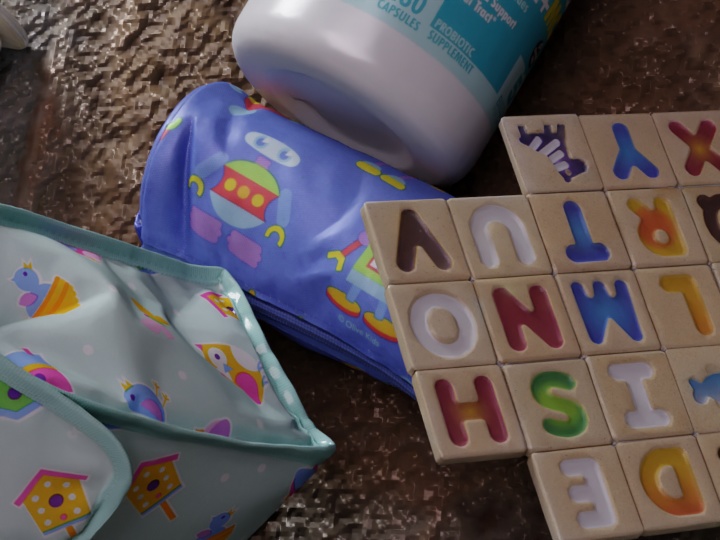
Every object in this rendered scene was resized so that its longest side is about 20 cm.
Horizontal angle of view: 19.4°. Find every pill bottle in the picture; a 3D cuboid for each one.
[{"bbox_3d":[0.041,-0.142,0.843,0.110,0.111,0.201,25,76,24],"label":"pill bottle"}]

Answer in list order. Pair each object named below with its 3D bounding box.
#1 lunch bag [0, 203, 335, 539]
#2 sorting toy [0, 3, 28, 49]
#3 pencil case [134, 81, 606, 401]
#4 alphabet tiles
[{"bbox_3d":[-0.135,0.071,0.726,0.170,0.199,0.122,-45,60,20],"label":"lunch bag"},{"bbox_3d":[-0.259,-0.076,0.863,0.106,0.180,0.201,27,76,24],"label":"sorting toy"},{"bbox_3d":[0.000,0.000,0.811,0.199,0.078,0.087,27,70,25],"label":"pencil case"},{"bbox_3d":[0.102,0.014,0.751,0.199,0.008,0.168,-3,61,-25],"label":"alphabet tiles"}]
